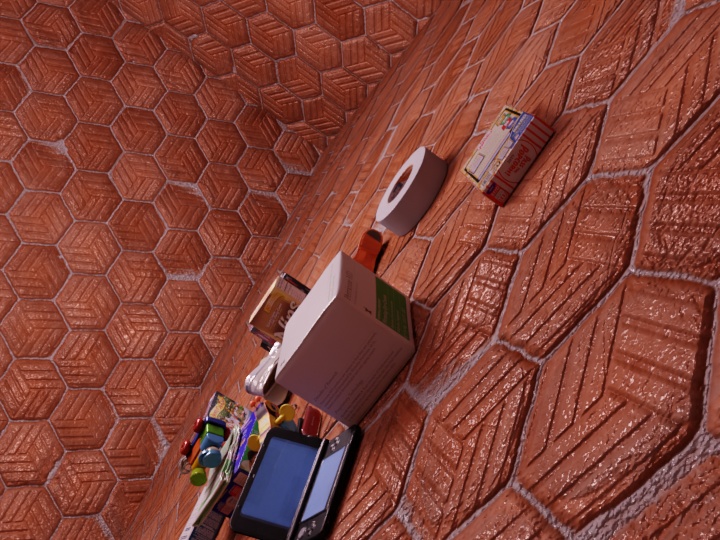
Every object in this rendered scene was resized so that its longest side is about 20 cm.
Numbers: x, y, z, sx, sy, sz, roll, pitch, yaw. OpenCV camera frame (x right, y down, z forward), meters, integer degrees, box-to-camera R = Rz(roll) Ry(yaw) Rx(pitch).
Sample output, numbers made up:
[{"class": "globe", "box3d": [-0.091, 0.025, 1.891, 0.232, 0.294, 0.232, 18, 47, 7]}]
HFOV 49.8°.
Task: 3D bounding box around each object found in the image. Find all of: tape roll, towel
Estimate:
[{"class": "tape roll", "box3d": [0.115, -0.181, 1.775, 0.202, 0.065, 0.201, -54, 14, 20]}, {"class": "towel", "box3d": [-0.314, 0.450, 1.706, 0.154, 0.023, 0.201, -58, 12, 19]}]

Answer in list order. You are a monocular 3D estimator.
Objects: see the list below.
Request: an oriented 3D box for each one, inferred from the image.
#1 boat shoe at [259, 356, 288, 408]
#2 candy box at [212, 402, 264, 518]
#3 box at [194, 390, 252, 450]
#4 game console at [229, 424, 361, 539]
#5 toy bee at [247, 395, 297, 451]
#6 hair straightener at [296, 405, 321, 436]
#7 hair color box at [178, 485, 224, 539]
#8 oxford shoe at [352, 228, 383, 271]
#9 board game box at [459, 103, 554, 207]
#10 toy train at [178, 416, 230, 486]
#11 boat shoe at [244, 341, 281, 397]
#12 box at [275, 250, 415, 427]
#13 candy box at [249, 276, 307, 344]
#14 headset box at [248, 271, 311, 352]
[{"class": "boat shoe", "box3d": [-0.214, 0.293, 1.958, 0.072, 0.064, 0.202, -16, 27, -6]}, {"class": "candy box", "box3d": [-0.255, 0.428, 1.751, 0.170, 0.076, 0.202, -52, 15, 34]}, {"class": "box", "box3d": [-0.347, 0.418, 1.992, 0.038, 0.135, 0.201, -49, 16, 29]}, {"class": "game console", "box3d": [-0.106, 0.342, 1.281, 0.176, 0.115, 0.202, -44, 19, 49]}, {"class": "toy bee", "box3d": [-0.199, 0.330, 1.670, 0.132, 0.108, 0.200, -50, 17, -5]}, {"class": "hair straightener", "box3d": [-0.114, 0.352, 1.492, 0.077, 0.040, 0.201, -52, 18, 25]}, {"class": "hair color box", "box3d": [-0.375, 0.610, 1.824, 0.100, 0.060, 0.202, -39, 23, 57]}, {"class": "oxford shoe", "box3d": [0.000, 0.000, 1.832, 0.202, 0.070, 0.073, -61, -7, -30]}, {"class": "board game box", "box3d": [0.250, -0.206, 1.354, 0.153, 0.046, 0.200, -56, 13, 13]}, {"class": "toy train", "box3d": [-0.364, 0.437, 1.736, 0.202, 0.083, 0.116, -58, 24, 21]}, {"class": "boat shoe", "box3d": [-0.201, 0.237, 1.920, 0.069, 0.072, 0.200, 14, 42, 32]}, {"class": "box", "box3d": [-0.026, 0.118, 1.370, 0.201, 0.170, 0.200, -53, 13, 20]}, {"class": "candy box", "box3d": [-0.135, 0.118, 1.734, 0.116, 0.198, 0.056, -52, 13, 22]}, {"class": "headset box", "box3d": [-0.195, 0.128, 2.060, 0.202, 0.147, 0.075, -59, 11, -3]}]
